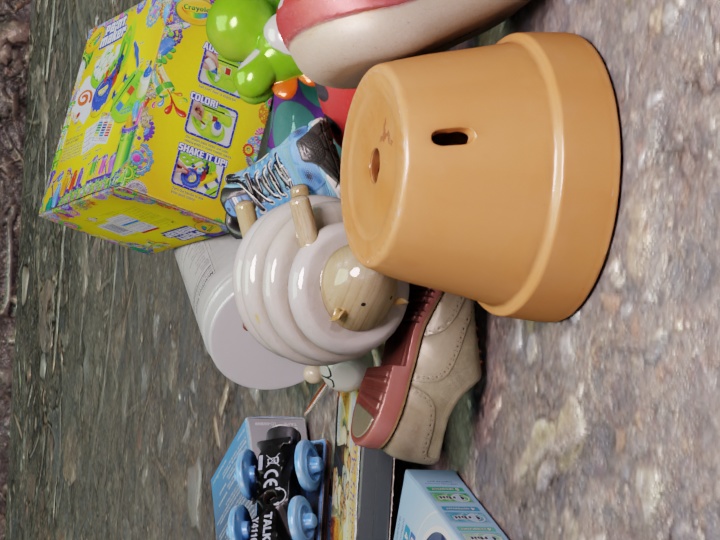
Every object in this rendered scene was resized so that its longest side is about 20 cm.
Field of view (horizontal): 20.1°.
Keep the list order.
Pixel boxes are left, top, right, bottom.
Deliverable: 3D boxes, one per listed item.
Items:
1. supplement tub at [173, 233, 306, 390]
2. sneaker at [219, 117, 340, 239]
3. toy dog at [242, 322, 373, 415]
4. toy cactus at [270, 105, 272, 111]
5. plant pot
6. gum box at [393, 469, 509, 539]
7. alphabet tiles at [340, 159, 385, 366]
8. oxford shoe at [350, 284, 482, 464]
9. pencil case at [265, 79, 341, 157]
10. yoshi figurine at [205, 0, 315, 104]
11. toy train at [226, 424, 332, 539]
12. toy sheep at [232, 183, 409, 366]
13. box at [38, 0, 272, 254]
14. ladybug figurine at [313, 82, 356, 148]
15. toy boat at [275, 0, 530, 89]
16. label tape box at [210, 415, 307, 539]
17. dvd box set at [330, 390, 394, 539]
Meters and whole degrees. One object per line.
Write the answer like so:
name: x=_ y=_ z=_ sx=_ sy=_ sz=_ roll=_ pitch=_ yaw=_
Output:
supplement tub: x=-0.098 y=0.003 z=1.880 sx=0.200 sy=0.131 sz=0.132 roll=-117 pitch=35 yaw=-54
sneaker: x=-0.064 y=-0.058 z=1.614 sx=0.200 sy=0.090 sz=0.079 roll=124 pitch=131 yaw=-69
toy dog: x=-0.048 y=0.050 z=1.675 sx=0.200 sy=0.096 sz=0.132 roll=116 pitch=135 yaw=-88
toy cactus: x=-0.067 y=-0.210 z=1.907 sx=0.200 sy=0.102 sz=0.165 roll=-61 pitch=40 yaw=36
plant pot: x=0.071 y=-0.067 z=1.381 sx=0.200 sy=0.139 sz=0.201 roll=-177 pitch=90 yaw=-72
gum box: x=0.069 y=0.263 z=1.484 sx=0.200 sy=0.044 sz=0.171 roll=-132 pitch=48 yaw=-64
alphabet tiles: x=0.000 y=0.000 z=1.653 sx=0.196 sy=0.015 sz=0.201 roll=91 pitch=162 yaw=-68
oxford shoe: x=0.060 y=0.048 z=1.513 sx=0.201 sy=0.075 sz=0.070 roll=-67 pitch=19 yaw=-4
pencil case: x=-0.037 y=-0.144 z=1.793 sx=0.092 sy=0.085 sz=0.201 roll=-36 pitch=-43 yaw=-66
yoshi figurine: x=-0.053 y=-0.233 z=1.678 sx=0.200 sy=0.112 sz=0.112 roll=-50 pitch=41 yaw=-10
toy train: x=-0.062 y=0.238 z=1.775 sx=0.114 sy=0.086 sz=0.201 roll=52 pitch=-147 yaw=-51
toy sheep: x=-0.034 y=0.005 z=1.497 sx=0.200 sy=0.137 sz=0.138 roll=-178 pitch=91 yaw=-65
box: x=-0.182 y=-0.133 z=1.849 sx=0.200 sy=0.122 sz=0.193 roll=-11 pitch=63 yaw=60
ladybug figurine: x=-0.001 y=-0.161 z=1.603 sx=0.136 sy=0.072 sz=0.200 roll=-97 pitch=-8 yaw=-47
toy boat: x=0.027 y=-0.215 z=1.421 sx=0.131 sy=0.200 sz=0.130 roll=62 pitch=157 yaw=1
label tape box: x=-0.087 y=0.258 z=1.915 sx=0.143 sy=0.066 sz=0.201 roll=121 pitch=144 yaw=-55
dvd box set: x=0.001 y=0.166 z=1.656 sx=0.200 sy=0.029 sz=0.147 roll=-156 pitch=69 yaw=-83
